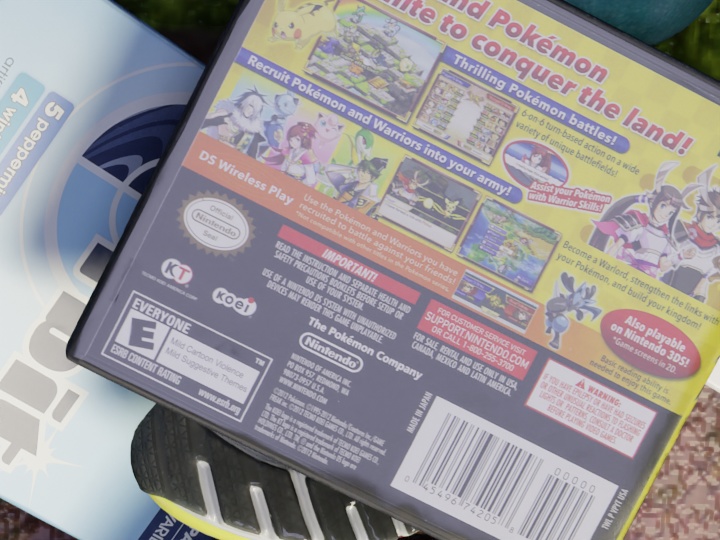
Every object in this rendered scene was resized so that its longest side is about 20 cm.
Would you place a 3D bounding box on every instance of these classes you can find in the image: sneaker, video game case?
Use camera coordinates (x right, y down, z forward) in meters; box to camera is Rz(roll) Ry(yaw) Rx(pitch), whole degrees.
[{"bbox_3d":[0.007,0.070,0.987,0.200,0.090,0.078,-2,73,-25],"label":"sneaker"},{"bbox_3d":[0.030,-0.008,0.908,0.200,0.026,0.181,26,96,-8],"label":"video game case"}]

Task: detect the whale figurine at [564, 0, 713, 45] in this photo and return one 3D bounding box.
[{"bbox_3d":[0.086,-0.139,0.917,0.159,0.200,0.104,39,68,-9],"label":"whale figurine"}]

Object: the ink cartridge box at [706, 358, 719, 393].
[{"bbox_3d":[0.071,-0.031,0.981,0.200,0.117,0.067,32,93,-9],"label":"ink cartridge box"}]

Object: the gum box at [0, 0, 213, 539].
[{"bbox_3d":[-0.097,0.000,0.966,0.200,0.045,0.170,33,94,-34],"label":"gum box"}]
